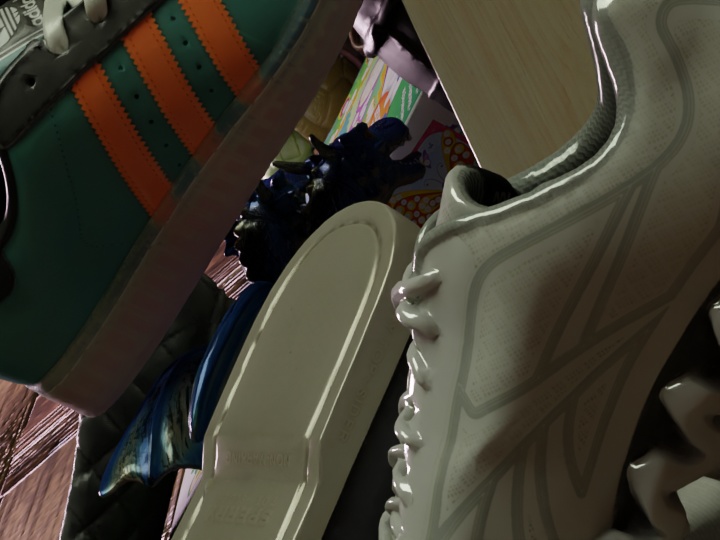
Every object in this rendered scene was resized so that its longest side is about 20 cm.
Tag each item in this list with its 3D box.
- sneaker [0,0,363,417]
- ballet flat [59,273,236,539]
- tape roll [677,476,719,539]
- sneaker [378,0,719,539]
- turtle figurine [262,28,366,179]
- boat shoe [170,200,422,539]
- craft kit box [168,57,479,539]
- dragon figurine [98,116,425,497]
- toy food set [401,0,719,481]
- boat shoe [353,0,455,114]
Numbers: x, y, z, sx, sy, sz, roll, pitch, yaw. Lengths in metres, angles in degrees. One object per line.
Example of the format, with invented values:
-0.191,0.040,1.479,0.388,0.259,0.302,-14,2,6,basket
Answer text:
-0.059,-0.058,0.737,0.200,0.080,0.071,-61,24,15,sneaker
-0.092,0.089,0.899,0.066,0.057,0.200,-138,66,-86,ballet flat
0.019,0.127,0.624,0.203,0.037,0.203,-40,13,11,tape roll
0.034,0.028,0.584,0.200,0.081,0.075,-59,12,7,sneaker
-0.043,-0.058,1.096,0.194,0.144,0.200,-19,-40,-53,turtle figurine
-0.015,0.086,0.637,0.073,0.063,0.200,8,72,61,boat shoe
0.000,0.000,0.915,0.200,0.048,0.198,-84,17,-71,craft kit box
-0.026,0.043,0.744,0.059,0.099,0.200,-39,11,49,dragon figurine
0.092,-0.055,0.648,0.060,0.200,0.143,-21,-6,-46,toy food set
0.074,-0.123,0.788,0.201,0.063,0.074,-47,-4,-16,boat shoe
